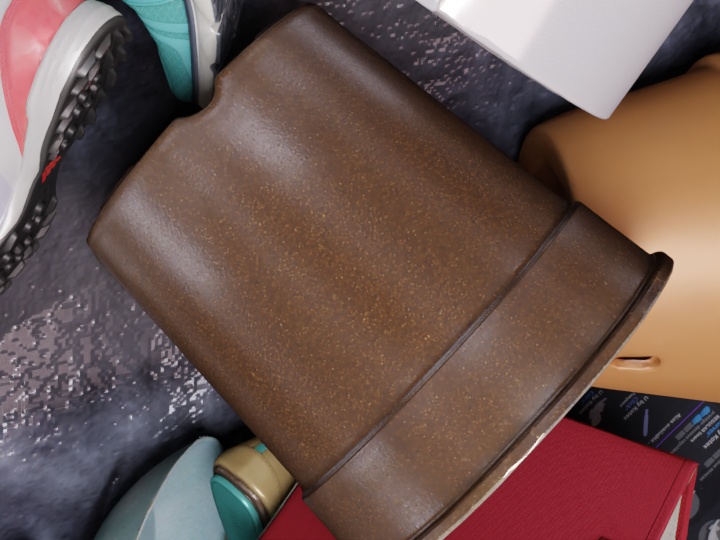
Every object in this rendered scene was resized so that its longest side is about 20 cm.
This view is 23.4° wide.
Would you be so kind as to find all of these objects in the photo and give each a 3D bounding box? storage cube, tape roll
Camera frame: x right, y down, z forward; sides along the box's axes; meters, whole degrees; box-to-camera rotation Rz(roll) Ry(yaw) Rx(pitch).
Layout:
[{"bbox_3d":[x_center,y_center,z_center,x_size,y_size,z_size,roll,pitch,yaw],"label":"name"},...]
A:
[{"bbox_3d":[0.055,0.183,0.899,0.200,0.180,0.171,-52,152,-40],"label":"storage cube"},{"bbox_3d":[0.043,-0.148,0.737,0.202,0.202,0.071,26,105,-41],"label":"tape roll"}]

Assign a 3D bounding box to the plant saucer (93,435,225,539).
[{"bbox_3d":[-0.119,0.181,0.910,0.039,0.201,0.201,13,122,12],"label":"plant saucer"}]

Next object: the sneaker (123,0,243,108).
[{"bbox_3d":[-0.097,-0.151,0.748,0.080,0.078,0.200,-3,140,14],"label":"sneaker"}]

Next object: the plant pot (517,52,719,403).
[{"bbox_3d":[0.165,-0.016,0.923,0.140,0.200,0.200,-5,124,-10],"label":"plant pot"}]

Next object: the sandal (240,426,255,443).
[{"bbox_3d":[-0.024,0.066,0.943,0.075,0.048,0.201,-9,125,-26],"label":"sandal"}]

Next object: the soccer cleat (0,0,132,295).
[{"bbox_3d":[-0.171,-0.050,0.773,0.200,0.073,0.068,-58,176,32],"label":"soccer cleat"}]

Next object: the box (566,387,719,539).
[{"bbox_3d":[0.210,0.148,1.041,0.106,0.200,0.122,-46,132,2],"label":"box"}]

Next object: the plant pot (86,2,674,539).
[{"bbox_3d":[0.000,0.000,0.775,0.198,0.200,0.200,44,93,1],"label":"plant pot"}]

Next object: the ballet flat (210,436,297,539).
[{"bbox_3d":[-0.042,0.157,0.959,0.063,0.069,0.200,-39,151,-30],"label":"ballet flat"}]
